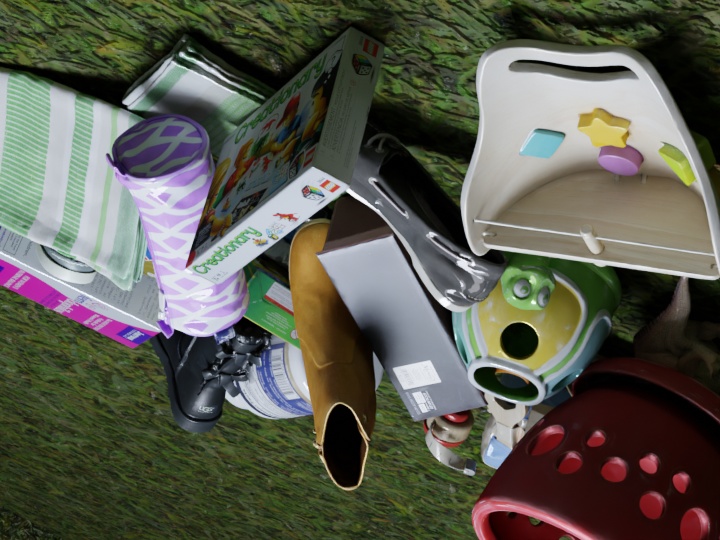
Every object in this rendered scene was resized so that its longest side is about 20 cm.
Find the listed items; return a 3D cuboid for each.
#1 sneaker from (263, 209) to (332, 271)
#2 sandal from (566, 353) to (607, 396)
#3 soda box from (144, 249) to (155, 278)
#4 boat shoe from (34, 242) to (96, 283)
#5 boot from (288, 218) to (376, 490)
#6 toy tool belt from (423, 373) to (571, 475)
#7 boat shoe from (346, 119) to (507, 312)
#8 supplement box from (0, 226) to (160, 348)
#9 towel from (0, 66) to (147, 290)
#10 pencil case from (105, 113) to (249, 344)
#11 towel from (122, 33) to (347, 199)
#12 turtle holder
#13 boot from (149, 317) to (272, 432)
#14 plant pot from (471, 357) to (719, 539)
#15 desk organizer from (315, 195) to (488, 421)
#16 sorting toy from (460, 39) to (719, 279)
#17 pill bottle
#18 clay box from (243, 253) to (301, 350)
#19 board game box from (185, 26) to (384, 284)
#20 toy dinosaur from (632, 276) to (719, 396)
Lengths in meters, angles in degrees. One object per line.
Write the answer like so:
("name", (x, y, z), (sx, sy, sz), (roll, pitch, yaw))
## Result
("sneaker", (0.000, 0.000, 1.535), (0.199, 0.075, 0.087), (27, 166, 6))
("sandal", (0.212, 0.102, 1.555), (0.200, 0.054, 0.080), (32, 179, -21))
("soda box", (-0.205, -0.062, 1.568), (0.067, 0.064, 0.200), (19, 158, 6))
("boat shoe", (-0.284, -0.065, 1.568), (0.073, 0.062, 0.200), (8, -151, -34))
("boot", (-0.018, 0.071, 1.425), (0.070, 0.144, 0.202), (-9, 115, 2))
("toy tool belt", (0.173, 0.142, 1.669), (0.199, 0.125, 0.123), (19, 128, -2))
("boat shoe", (0.039, -0.061, 1.294), (0.200, 0.067, 0.057), (51, 129, 6))
("supplement box", (-0.284, -0.014, 1.705), (0.199, 0.104, 0.101), (26, 157, -17))
("towel", (-0.258, -0.084, 1.457), (0.199, 0.153, 0.023), (24, -155, 31))
("pencil case", (-0.149, -0.033, 1.392), (0.084, 0.085, 0.201), (-124, 18, -46))
("towel", (-0.085, -0.119, 1.381), (0.199, 0.031, 0.149), (26, 161, -19))
("turtle holder", (0.146, 0.031, 1.371), (0.141, 0.132, 0.185), (28, 158, -15))
("boot", (-0.156, 0.052, 1.735), (0.073, 0.199, 0.163), (5, 137, -26))
("plant pot", (0.217, 0.183, 1.386), (0.200, 0.183, 0.201), (28, 155, 14))
("desk organizer", (0.043, 0.027, 1.435), (0.071, 0.077, 0.200), (-14, 126, 23))
("sorting toy", (0.160, -0.087, 1.140), (0.199, 0.107, 0.180), (9, 148, 29))
("pill bottle", (-0.070, 0.098, 1.758), (0.111, 0.111, 0.200), (31, 157, -25))
("clay box", (-0.091, 0.010, 1.574), (0.115, 0.048, 0.200), (33, -173, -27))
("board game box", (-0.058, -0.081, 1.250), (0.035, 0.127, 0.200), (27, 146, -21))
("toy dinosaur", (0.273, 0.078, 1.442), (0.135, 0.086, 0.200), (12, 152, 41))
